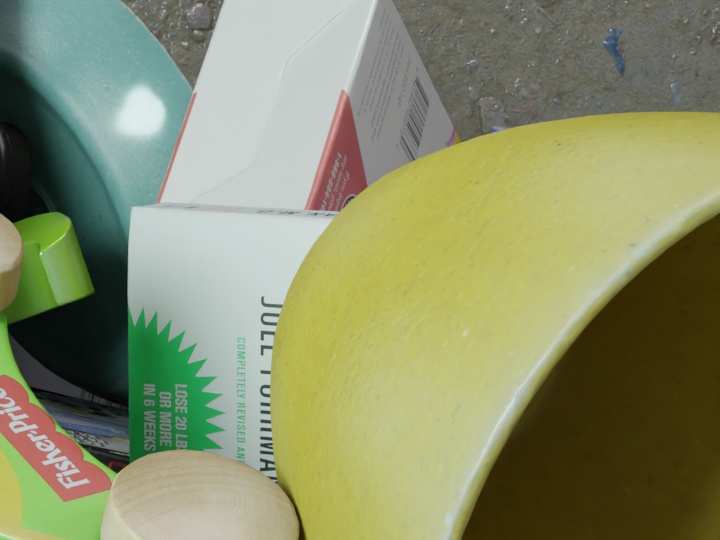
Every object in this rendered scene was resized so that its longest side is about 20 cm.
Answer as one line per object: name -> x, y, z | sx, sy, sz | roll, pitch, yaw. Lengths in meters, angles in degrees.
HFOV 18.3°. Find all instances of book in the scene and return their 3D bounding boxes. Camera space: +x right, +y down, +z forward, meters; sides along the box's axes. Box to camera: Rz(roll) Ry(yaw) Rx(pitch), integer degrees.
book -> 0.024, 0.049, 0.697 | 0.199, 0.134, 0.048 | 3, 8, 21

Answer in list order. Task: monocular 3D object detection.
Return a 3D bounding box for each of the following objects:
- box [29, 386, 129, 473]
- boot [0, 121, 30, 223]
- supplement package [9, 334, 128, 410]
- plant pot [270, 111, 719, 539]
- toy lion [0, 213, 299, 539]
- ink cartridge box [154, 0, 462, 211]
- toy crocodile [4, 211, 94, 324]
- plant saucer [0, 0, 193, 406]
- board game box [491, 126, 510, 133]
box -> -0.079, 0.084, 0.865 | 0.199, 0.040, 0.137 | 16, 1, -20
boot -> -0.243, -0.012, 0.857 | 0.211, 0.080, 0.157 | -28, -30, 34
supplement package -> -0.101, 0.007, 1.062 | 0.199, 0.157, 0.111 | 16, 1, -10
plant pot -> 0.055, 0.041, 0.574 | 0.199, 0.201, 0.142 | 14, 12, -41
toy lion -> -0.143, 0.053, 0.533 | 0.191, 0.069, 0.200 | -12, 40, -40
ink cartridge box -> 0.000, 0.000, 0.852 | 0.067, 0.117, 0.200 | -1, -37, 25
toy crocodile -> -0.194, 0.015, 0.792 | 0.199, 0.068, 0.062 | -6, 9, -13
plant saucer -> -0.120, -0.026, 0.903 | 0.036, 0.201, 0.200 | -28, 32, -36
board game box -> 0.098, 0.045, 1.032 | 0.096, 0.201, 0.159 | 16, 2, -14
